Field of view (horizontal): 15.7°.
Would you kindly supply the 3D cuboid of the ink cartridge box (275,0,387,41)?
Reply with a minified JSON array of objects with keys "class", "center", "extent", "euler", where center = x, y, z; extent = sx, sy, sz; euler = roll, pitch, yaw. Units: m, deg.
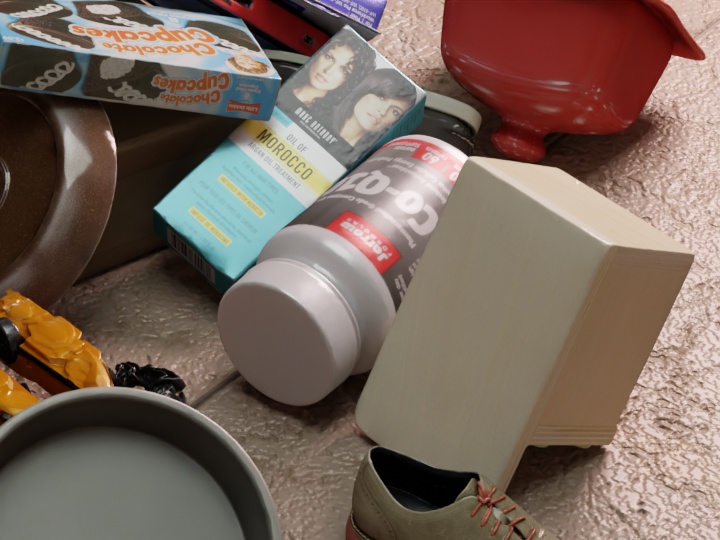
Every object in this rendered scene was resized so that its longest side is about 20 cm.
[{"class":"ink cartridge box","center":[-0.042,-0.203,1.988],"extent":[0.099,0.039,0.200],"euler":[27,-7,-12]}]

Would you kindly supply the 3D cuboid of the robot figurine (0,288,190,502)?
[{"class":"robot figurine","center":[-0.200,0.087,1.664],"extent":[0.145,0.058,0.200],"euler":[-27,45,-33]}]

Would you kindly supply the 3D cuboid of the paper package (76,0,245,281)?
[{"class":"paper package","center":[-0.197,-0.106,1.922],"extent":[0.191,0.103,0.200],"euler":[-24,43,-29]}]

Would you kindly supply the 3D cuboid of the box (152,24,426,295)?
[{"class":"box","center":[-0.049,-0.076,1.855],"extent":[0.082,0.049,0.200],"euler":[42,73,11]}]

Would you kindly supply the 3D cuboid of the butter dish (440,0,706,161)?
[{"class":"butter dish","center":[0.140,-0.154,1.980],"extent":[0.200,0.148,0.199],"euler":[18,-4,19]}]

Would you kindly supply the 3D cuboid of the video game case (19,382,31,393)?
[{"class":"video game case","center":[-0.272,0.155,1.639],"extent":[0.181,0.026,0.200],"euler":[-12,39,-17]}]

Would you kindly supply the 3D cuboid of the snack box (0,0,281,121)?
[{"class":"snack box","center":[-0.166,-0.153,1.825],"extent":[0.200,0.037,0.116],"euler":[6,25,-22]}]

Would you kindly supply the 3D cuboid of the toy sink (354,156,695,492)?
[{"class":"toy sink","center":[0.108,0.045,1.712],"extent":[0.130,0.200,0.112],"euler":[34,18,36]}]

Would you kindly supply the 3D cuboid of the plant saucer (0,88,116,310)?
[{"class":"plant saucer","center":[-0.255,-0.050,1.798],"extent":[0.200,0.032,0.200],"euler":[-13,65,30]}]

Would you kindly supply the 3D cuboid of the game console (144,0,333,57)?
[{"class":"game console","center":[-0.124,-0.203,1.981],"extent":[0.200,0.031,0.177],"euler":[29,-9,-34]}]

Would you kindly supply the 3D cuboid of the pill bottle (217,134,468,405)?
[{"class":"pill bottle","center":[0.000,0.000,1.782],"extent":[0.114,0.114,0.200],"euler":[23,42,26]}]

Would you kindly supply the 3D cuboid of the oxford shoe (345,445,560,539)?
[{"class":"oxford shoe","center":[0.079,0.169,1.596],"extent":[0.200,0.075,0.070],"euler":[19,40,21]}]

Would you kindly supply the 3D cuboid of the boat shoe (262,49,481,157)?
[{"class":"boat shoe","center":[-0.013,-0.113,1.947],"extent":[0.201,0.072,0.061],"euler":[14,76,1]}]

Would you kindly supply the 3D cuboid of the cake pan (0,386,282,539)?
[{"class":"cake pan","center":[-0.146,0.168,1.546],"extent":[0.200,0.037,0.200],"euler":[5,67,-13]}]
